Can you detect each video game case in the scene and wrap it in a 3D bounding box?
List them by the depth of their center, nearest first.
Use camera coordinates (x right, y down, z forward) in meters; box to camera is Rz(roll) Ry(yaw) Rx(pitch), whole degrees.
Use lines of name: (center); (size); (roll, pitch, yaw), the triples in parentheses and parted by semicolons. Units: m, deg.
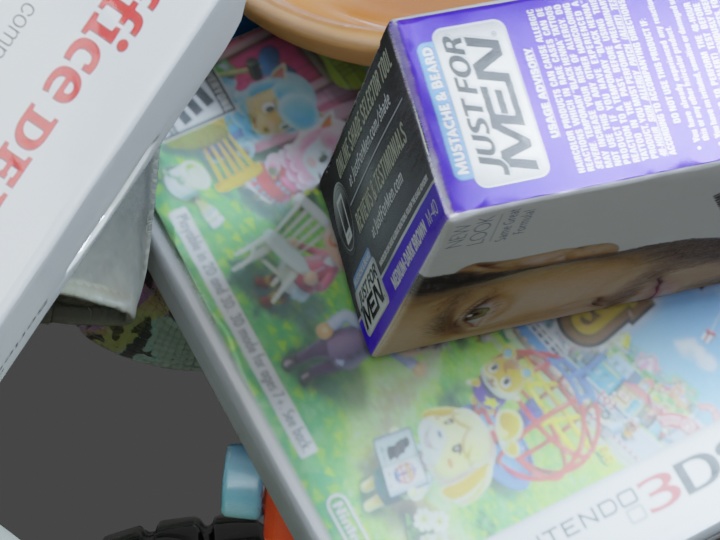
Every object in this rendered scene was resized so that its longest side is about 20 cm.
video game case: (0.039, 0.002, 0.810); (0.182, 0.022, 0.201); (-25, 75, -19)

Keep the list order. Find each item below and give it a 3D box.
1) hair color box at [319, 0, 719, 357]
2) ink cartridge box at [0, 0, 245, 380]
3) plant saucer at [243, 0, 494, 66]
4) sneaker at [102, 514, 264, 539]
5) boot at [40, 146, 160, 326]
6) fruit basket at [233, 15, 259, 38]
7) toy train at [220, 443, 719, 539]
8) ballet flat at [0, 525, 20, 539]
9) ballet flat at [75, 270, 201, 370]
hair color box: (0.097, -0.039, 0.766); (0.199, 0.109, 0.065); (-10, 71, -15)
ink cartridge box: (-0.144, -0.076, 0.697); (0.200, 0.084, 0.146); (33, 78, -2)
plant saucer: (0.037, -0.139, 0.820); (0.199, 0.037, 0.201); (-8, 57, 13)
sneaker: (-0.100, 0.137, 0.893); (0.199, 0.075, 0.080); (-17, 99, 1)
boot: (-0.132, -0.093, 0.783); (0.181, 0.073, 0.201); (11, 86, 9)
fruit basket: (0.068, -0.119, 0.903); (0.185, 0.094, 0.201); (24, 72, -1)
toy train: (0.054, 0.079, 0.868); (0.199, 0.150, 0.056); (5, 104, -3)
ballet flat: (-0.137, 0.066, 0.690); (0.200, 0.069, 0.069); (43, 83, 0)
ballet flat: (0.000, 0.000, 0.905); (0.199, 0.071, 0.069); (2, 85, -3)
